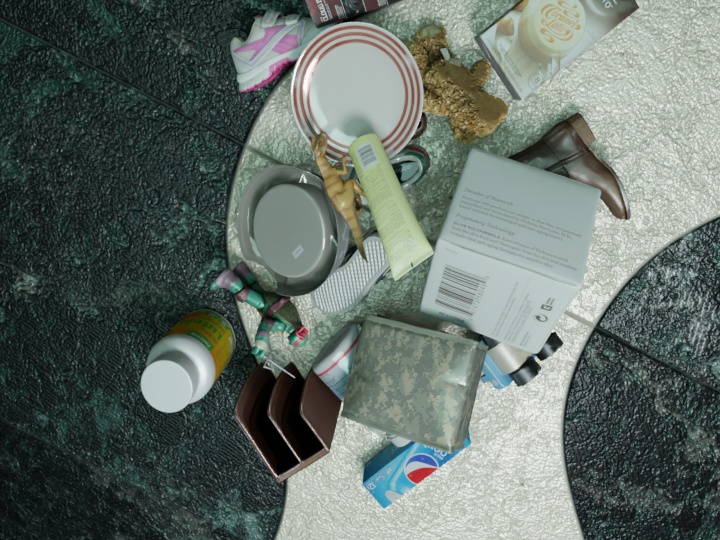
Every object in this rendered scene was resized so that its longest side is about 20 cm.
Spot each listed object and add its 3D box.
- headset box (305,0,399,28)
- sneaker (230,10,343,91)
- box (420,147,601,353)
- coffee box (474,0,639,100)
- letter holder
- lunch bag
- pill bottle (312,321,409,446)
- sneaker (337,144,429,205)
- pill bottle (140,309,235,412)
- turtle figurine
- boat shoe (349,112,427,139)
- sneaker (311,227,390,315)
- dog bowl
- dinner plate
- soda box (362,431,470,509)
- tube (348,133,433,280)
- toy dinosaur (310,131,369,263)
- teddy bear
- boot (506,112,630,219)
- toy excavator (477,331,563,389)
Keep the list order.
[{"bbox_3d":[-0.009,-0.446,0.916,0.195,0.077,0.153,-14,67,8],"label":"headset box"},{"bbox_3d":[-0.117,-0.353,0.980,0.196,0.082,0.090,-27,102,10],"label":"sneaker"},{"bbox_3d":[0.208,-0.024,0.935,0.195,0.174,0.201,18,149,8],"label":"box"},{"bbox_3d":[0.279,-0.358,0.945,0.198,0.080,0.115,-38,99,12],"label":"coffee box"},{"bbox_3d":[-0.114,0.213,1.058,0.099,0.200,0.144,-32,99,12],"label":"letter holder"},{"bbox_3d":[0.075,0.166,0.985,0.195,0.117,0.168,13,85,22],"label":"lunch bag"},{"bbox_3d":[0.021,0.194,1.090,0.108,0.109,0.200,-42,98,13],"label":"pill bottle"},{"bbox_3d":[0.015,-0.141,1.014,0.195,0.094,0.072,-19,102,9],"label":"sneaker"},{"bbox_3d":[-0.279,0.146,1.055,0.108,0.200,0.114,1,105,4],"label":"pill bottle"},{"bbox_3d":[-0.151,0.078,1.064,0.101,0.150,0.200,-43,88,-3],"label":"turtle figurine"},{"bbox_3d":[0.006,-0.236,1.005,0.194,0.070,0.072,1,105,6],"label":"boat shoe"},{"bbox_3d":[0.000,0.000,1.066,0.079,0.079,0.199,49,128,-2],"label":"sneaker"},{"bbox_3d":[-0.103,-0.064,1.028,0.196,0.058,0.206,7,104,30],"label":"dog bowl"},{"bbox_3d":[-0.005,-0.253,0.947,0.194,0.024,0.205,2,113,5],"label":"dinner plate"},{"bbox_3d":[0.096,0.321,1.135,0.199,0.068,0.064,-41,97,13],"label":"soda box"},{"bbox_3d":[0.038,-0.093,0.911,0.051,0.058,0.204,-18,70,-10],"label":"tube"},{"bbox_3d":[-0.022,-0.099,0.946,0.060,0.105,0.204,-30,82,35],"label":"toy dinosaur"},{"bbox_3d":[0.130,-0.277,0.972,0.198,0.067,0.146,36,63,-2],"label":"teddy bear"},{"bbox_3d":[0.293,-0.114,1.012,0.197,0.064,0.189,-32,86,8],"label":"boot"},{"bbox_3d":[0.207,0.154,1.072,0.193,0.200,0.100,-38,85,-27],"label":"toy excavator"}]
